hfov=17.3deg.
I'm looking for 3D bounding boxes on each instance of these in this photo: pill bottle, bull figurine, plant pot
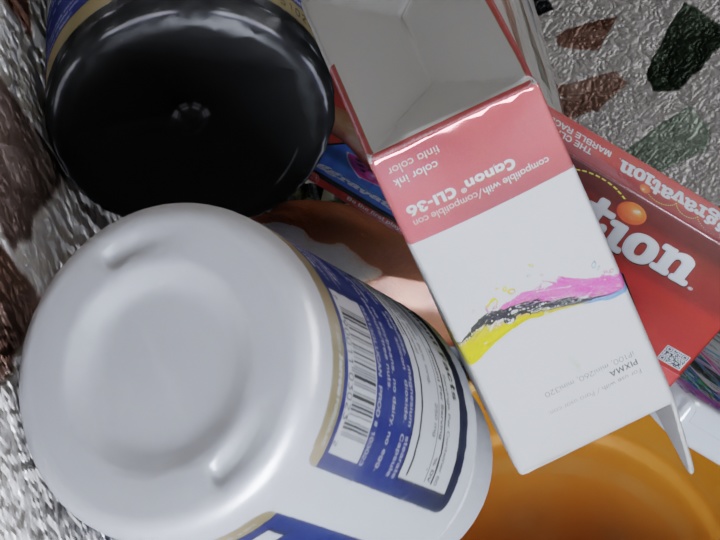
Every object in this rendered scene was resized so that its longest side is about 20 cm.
[{"bbox_3d":[-0.025,0.053,0.834,0.200,0.110,0.112,30,41,-63],"label":"pill bottle"},{"bbox_3d":[0.000,0.000,1.063,0.121,0.198,0.066,153,-48,-84],"label":"bull figurine"},{"bbox_3d":[0.093,0.177,1.170,0.184,0.198,0.201,87,-8,-60],"label":"plant pot"},{"bbox_3d":[-0.072,-0.120,0.961,0.201,0.111,0.112,-97,165,-48],"label":"pill bottle"}]

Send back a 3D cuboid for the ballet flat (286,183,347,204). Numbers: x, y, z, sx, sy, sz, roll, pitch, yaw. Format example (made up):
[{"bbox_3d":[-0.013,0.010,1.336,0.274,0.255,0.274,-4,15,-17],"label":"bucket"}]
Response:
[{"bbox_3d":[-0.012,-0.032,1.254,0.072,0.072,0.201,60,15,-50],"label":"ballet flat"}]

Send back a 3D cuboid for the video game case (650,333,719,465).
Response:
[{"bbox_3d":[0.164,0.054,1.140,0.199,0.024,0.182,31,14,-40],"label":"video game case"}]

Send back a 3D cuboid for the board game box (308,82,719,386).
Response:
[{"bbox_3d":[0.064,-0.029,0.977,0.020,0.199,0.103,-60,-179,-37],"label":"board game box"}]

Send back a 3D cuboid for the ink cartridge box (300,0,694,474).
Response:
[{"bbox_3d":[0.054,-0.010,0.883,0.117,0.067,0.201,-111,175,-53],"label":"ink cartridge box"}]

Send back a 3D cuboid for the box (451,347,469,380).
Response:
[{"bbox_3d":[0.037,0.024,1.277,0.201,0.048,0.159,-96,-164,-54],"label":"box"}]

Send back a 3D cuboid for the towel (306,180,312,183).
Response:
[{"bbox_3d":[0.000,-0.098,1.217,0.199,0.035,0.133,3,47,-40],"label":"towel"}]
